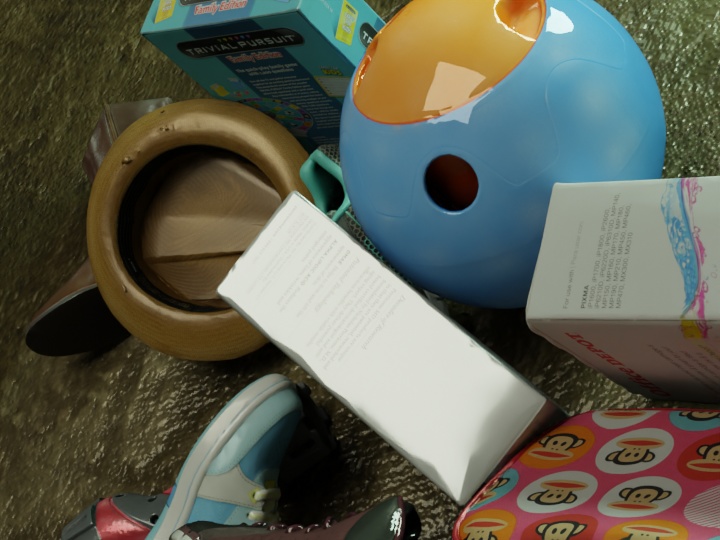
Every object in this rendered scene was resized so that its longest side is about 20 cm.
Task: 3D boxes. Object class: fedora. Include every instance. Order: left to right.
[{"bbox_3d":[-0.103,-0.029,1.156,0.198,0.082,0.204,0,90,22],"label":"fedora"}]

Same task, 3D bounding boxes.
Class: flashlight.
[{"bbox_3d":[-0.110,0.148,1.081,0.199,0.068,0.068,-36,88,11],"label":"flashlight"}]

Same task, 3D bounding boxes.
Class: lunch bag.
[{"bbox_3d":[0.164,0.126,0.810,0.198,0.083,0.176,-1,27,40],"label":"lunch bag"}]

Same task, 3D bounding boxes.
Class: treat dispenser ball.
[{"bbox_3d":[0.086,-0.079,0.960,0.199,0.201,0.203,-22,49,28],"label":"treat dispenser ball"}]

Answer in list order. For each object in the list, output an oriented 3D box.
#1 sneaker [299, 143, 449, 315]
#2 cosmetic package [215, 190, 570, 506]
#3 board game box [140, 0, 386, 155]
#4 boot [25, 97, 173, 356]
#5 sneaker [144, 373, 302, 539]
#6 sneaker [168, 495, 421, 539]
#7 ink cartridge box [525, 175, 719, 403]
[{"bbox_3d":[0.000,0.000,1.046,0.078,0.090,0.202,-45,44,43],"label":"sneaker"},{"bbox_3d":[0.022,0.051,0.934,0.199,0.113,0.081,38,91,17],"label":"cosmetic package"},{"bbox_3d":[-0.032,-0.135,1.103,0.150,0.200,0.047,0,61,40],"label":"board game box"},{"bbox_3d":[-0.212,-0.044,1.297,0.185,0.064,0.201,-31,48,3],"label":"boot"},{"bbox_3d":[-0.061,0.176,0.982,0.130,0.079,0.201,32,98,23],"label":"sneaker"},{"bbox_3d":[-0.023,0.164,0.876,0.115,0.076,0.199,-38,26,-18],"label":"sneaker"},{"bbox_3d":[0.209,0.014,0.825,0.198,0.147,0.087,2,70,40],"label":"ink cartridge box"}]
